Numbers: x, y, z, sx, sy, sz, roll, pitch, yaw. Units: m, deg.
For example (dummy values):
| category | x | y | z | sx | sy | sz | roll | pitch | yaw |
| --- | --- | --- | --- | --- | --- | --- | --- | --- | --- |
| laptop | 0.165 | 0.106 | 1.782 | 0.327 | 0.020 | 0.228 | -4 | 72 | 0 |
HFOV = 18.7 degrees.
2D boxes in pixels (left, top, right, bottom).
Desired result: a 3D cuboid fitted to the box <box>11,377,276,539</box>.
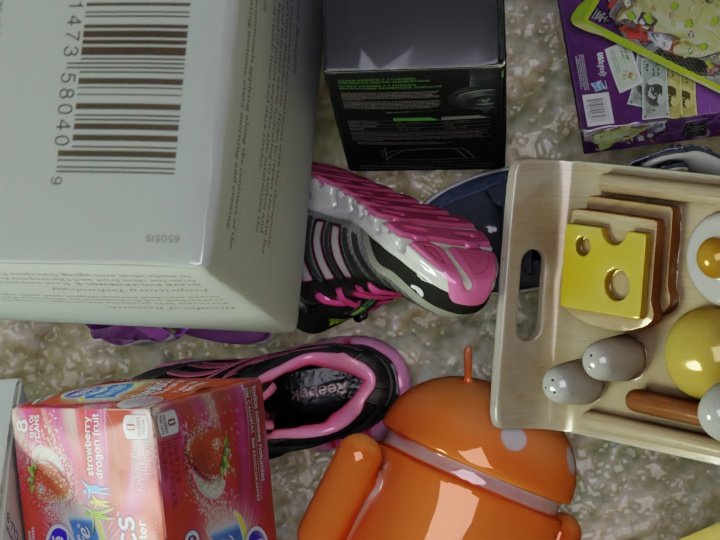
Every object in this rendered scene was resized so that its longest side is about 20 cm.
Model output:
| category | x | y | z | sx | sy | sz | roll | pitch | yaw |
| --- | --- | --- | --- | --- | --- | --- | --- | --- | --- |
| box | -0.107 | 0.160 | 1.152 | 0.100 | 0.095 | 0.200 | -3 | 96 | 34 |

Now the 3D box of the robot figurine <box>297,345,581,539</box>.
| category | x | y | z | sx | sy | sz | roll | pitch | yaw |
| --- | --- | --- | --- | --- | --- | --- | --- | --- | --- |
| robot figurine | 0.045 | 0.144 | 1.196 | 0.144 | 0.117 | 0.200 | 23 | 88 | 6 |

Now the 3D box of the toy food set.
| category | x | y | z | sx | sy | sz | roll | pitch | yaw |
| --- | --- | --- | --- | --- | --- | --- | --- | --- | --- |
| toy food set | 0.146 | 0.023 | 1.071 | 0.200 | 0.060 | 0.144 | 10 | 99 | 44 |

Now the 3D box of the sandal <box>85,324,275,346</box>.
| category | x | y | z | sx | sy | sz | roll | pitch | yaw |
| --- | --- | --- | --- | --- | --- | --- | --- | --- | --- |
| sandal | -0.143 | 0.018 | 1.237 | 0.202 | 0.082 | 0.050 | 15 | 69 | 17 |

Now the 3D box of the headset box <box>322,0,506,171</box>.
| category | x | y | z | sx | sy | sz | roll | pitch | yaw |
| --- | --- | --- | --- | --- | --- | --- | --- | --- | --- |
| headset box | 0.030 | -0.162 | 1.164 | 0.093 | 0.200 | 0.174 | -2 | 76 | 4 |

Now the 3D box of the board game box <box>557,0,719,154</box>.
| category | x | y | z | sx | sy | sz | roll | pitch | yaw |
| --- | --- | --- | --- | --- | --- | --- | --- | --- | --- |
| board game box | 0.167 | -0.161 | 1.211 | 0.120 | 0.032 | 0.200 | -9 | 60 | 6 |

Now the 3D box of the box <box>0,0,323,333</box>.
| category | x | y | z | sx | sy | sz | roll | pitch | yaw |
| --- | --- | --- | --- | --- | --- | --- | --- | --- | --- |
| box | -0.136 | -0.080 | 1.128 | 0.200 | 0.171 | 0.199 | 1 | 79 | 15 |

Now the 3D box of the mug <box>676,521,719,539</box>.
| category | x | y | z | sx | sy | sz | roll | pitch | yaw |
| --- | --- | --- | --- | --- | --- | --- | --- | --- | --- |
| mug | 0.200 | 0.186 | 1.168 | 0.153 | 0.149 | 0.187 | -23 | 112 | 11 |

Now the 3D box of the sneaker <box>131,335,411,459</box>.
| category | x | y | z | sx | sy | sz | roll | pitch | yaw |
| --- | --- | --- | --- | --- | --- | --- | --- | --- | --- |
| sneaker | -0.072 | 0.080 | 1.221 | 0.200 | 0.095 | 0.079 | -17 | 87 | 4 |

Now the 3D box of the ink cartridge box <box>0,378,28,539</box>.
| category | x | y | z | sx | sy | sz | roll | pitch | yaw |
| --- | --- | --- | --- | --- | --- | --- | --- | --- | --- |
| ink cartridge box | -0.269 | 0.159 | 1.179 | 0.200 | 0.145 | 0.145 | -2 | 50 | 5 |

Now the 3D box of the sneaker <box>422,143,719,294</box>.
| category | x | y | z | sx | sy | sz | roll | pitch | yaw |
| --- | --- | --- | --- | --- | --- | --- | --- | --- | --- |
| sneaker | 0.121 | -0.026 | 1.189 | 0.202 | 0.146 | 0.077 | -3 | 88 | 5 |

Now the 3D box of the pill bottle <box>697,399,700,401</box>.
| category | x | y | z | sx | sy | sz | roll | pitch | yaw |
| --- | --- | --- | --- | --- | --- | --- | --- | --- | --- |
| pill bottle | 0.270 | 0.051 | 1.140 | 0.112 | 0.200 | 0.113 | 6 | 100 | 38 |

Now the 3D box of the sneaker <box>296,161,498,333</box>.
| category | x | y | z | sx | sy | sz | roll | pitch | yaw |
| --- | --- | --- | --- | --- | --- | --- | --- | --- | --- |
| sneaker | 0.000 | 0.000 | 1.198 | 0.200 | 0.074 | 0.088 | 27 | 106 | 48 |
